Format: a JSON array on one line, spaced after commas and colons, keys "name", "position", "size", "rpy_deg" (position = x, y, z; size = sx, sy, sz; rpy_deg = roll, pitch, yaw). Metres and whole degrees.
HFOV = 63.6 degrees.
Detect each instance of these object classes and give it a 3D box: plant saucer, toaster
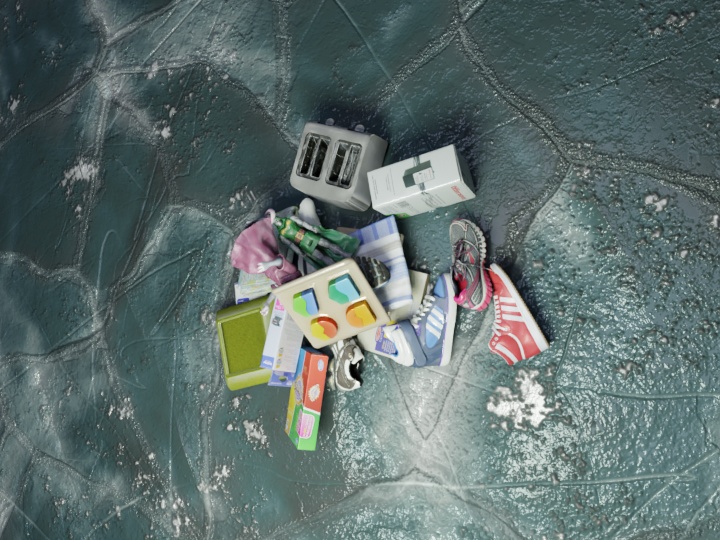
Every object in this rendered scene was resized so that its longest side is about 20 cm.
[{"name": "plant saucer", "position": [-0.267, 0.173, 1.392], "size": [0.196, 0.048, 0.204], "rpy_deg": [-17, 80, 24]}, {"name": "toaster", "position": [-0.053, -0.238, 1.343], "size": [0.178, 0.118, 0.204], "rpy_deg": [18, 92, 25]}]

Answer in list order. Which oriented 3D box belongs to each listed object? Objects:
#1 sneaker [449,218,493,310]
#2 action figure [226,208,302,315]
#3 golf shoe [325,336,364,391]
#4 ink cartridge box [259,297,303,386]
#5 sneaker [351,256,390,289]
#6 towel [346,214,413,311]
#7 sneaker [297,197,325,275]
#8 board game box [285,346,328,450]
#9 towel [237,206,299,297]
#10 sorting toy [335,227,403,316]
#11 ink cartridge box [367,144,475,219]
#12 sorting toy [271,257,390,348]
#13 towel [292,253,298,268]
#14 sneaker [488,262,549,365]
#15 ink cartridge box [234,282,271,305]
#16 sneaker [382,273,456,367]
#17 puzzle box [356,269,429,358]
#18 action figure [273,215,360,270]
[{"name": "sneaker", "position": [0.217, -0.019, 1.200], "size": [0.081, 0.073, 0.204], "rpy_deg": [-43, 46, 47]}, {"name": "action figure", "position": [-0.182, -0.007, 1.235], "size": [0.199, 0.149, 0.135], "rpy_deg": [39, 139, 10]}, {"name": "golf shoe", "position": [-0.029, 0.167, 1.299], "size": [0.093, 0.077, 0.205], "rpy_deg": [-3, 93, 34]}, {"name": "ink cartridge box", "position": [-0.168, 0.153, 1.292], "size": [0.041, 0.119, 0.204], "rpy_deg": [7, 81, 20]}, {"name": "sneaker", "position": [-0.028, 0.031, 1.242], "size": [0.196, 0.090, 0.080], "rpy_deg": [-16, 67, 14]}, {"name": "towel", "position": [0.033, -0.004, 1.269], "size": [0.145, 0.024, 0.204], "rpy_deg": [-19, 73, 27]}, {"name": "sneaker", "position": [-0.103, -0.066, 1.337], "size": [0.079, 0.076, 0.205], "rpy_deg": [-4, 88, 6]}, {"name": "board game box", "position": [-0.124, 0.282, 1.312], "size": [0.040, 0.153, 0.205], "rpy_deg": [9, 87, -18]}, {"name": "towel", "position": [-0.216, -0.042, 1.381], "size": [0.169, 0.048, 0.204], "rpy_deg": [-11, 64, 45]}, {"name": "sorting toy", "position": [0.000, 0.000, 1.319], "size": [0.197, 0.036, 0.189], "rpy_deg": [8, 87, 36]}, {"name": "ink cartridge box", "position": [0.133, -0.183, 1.242], "size": [0.196, 0.146, 0.085], "rpy_deg": [-14, 78, 21]}, {"name": "sorting toy", "position": [-0.056, 0.077, 1.176], "size": [0.182, 0.201, 0.037], "rpy_deg": [-21, 39, 17]}, {"name": "towel", "position": [-0.142, 0.026, 1.395], "size": [0.109, 0.048, 0.205], "rpy_deg": [0, 85, 23]}, {"name": "sneaker", "position": [0.288, 0.093, 1.187], "size": [0.111, 0.071, 0.203], "rpy_deg": [-32, 75, 14]}, {"name": "ink cartridge box", "position": [-0.259, 0.127, 1.441], "size": [0.098, 0.039, 0.205], "rpy_deg": [-7, 84, 24]}, {"name": "sneaker", "position": [0.121, 0.103, 1.228], "size": [0.143, 0.081, 0.205], "rpy_deg": [4, 92, -6]}, {"name": "puzzle box", "position": [0.071, 0.092, 1.307], "size": [0.131, 0.025, 0.204], "rpy_deg": [15, 91, 24]}, {"name": "action figure", "position": [-0.112, -0.063, 1.279], "size": [0.198, 0.055, 0.120], "rpy_deg": [30, 92, 6]}]
